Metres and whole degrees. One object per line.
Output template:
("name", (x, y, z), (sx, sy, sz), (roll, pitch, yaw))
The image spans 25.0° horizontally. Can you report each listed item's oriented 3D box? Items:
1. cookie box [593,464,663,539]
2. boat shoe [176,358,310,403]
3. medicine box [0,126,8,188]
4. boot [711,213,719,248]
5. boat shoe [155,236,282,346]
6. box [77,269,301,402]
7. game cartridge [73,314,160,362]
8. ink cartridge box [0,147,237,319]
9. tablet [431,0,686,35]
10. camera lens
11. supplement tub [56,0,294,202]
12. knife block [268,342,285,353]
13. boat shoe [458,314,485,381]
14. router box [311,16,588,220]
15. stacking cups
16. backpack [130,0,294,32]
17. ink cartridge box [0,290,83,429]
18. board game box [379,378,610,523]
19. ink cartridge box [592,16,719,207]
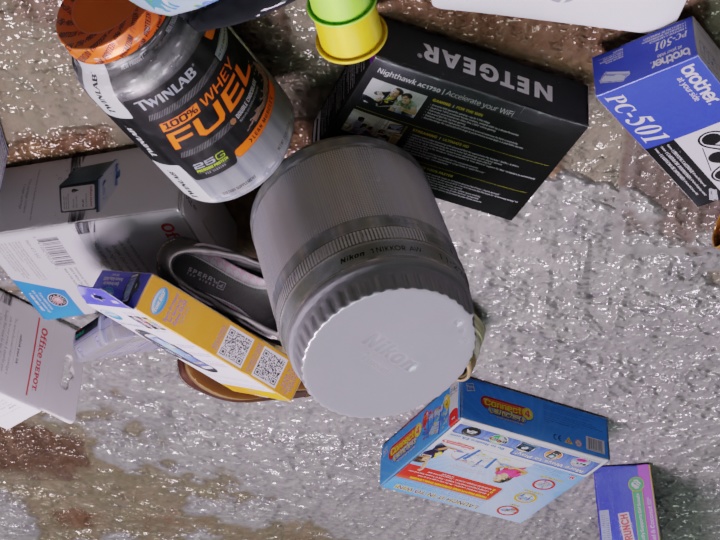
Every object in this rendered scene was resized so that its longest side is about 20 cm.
("cookie box", (0.337, 0.358, 1.991), (0.075, 0.172, 0.200), (-8, 145, 10))
("boat shoe", (-0.110, 0.107, 1.705), (0.199, 0.071, 0.070), (7, 164, -36))
("medicine box", (-0.413, -0.124, 1.383), (0.181, 0.104, 0.201), (2, 145, 1))
("boot", (0.405, -0.061, 1.447), (0.143, 0.071, 0.201), (6, 151, -10))
("boat shoe", (-0.088, 0.026, 1.436), (0.199, 0.067, 0.057), (22, 180, -11))
("box", (-0.157, 0.052, 1.456), (0.200, 0.042, 0.119), (36, 164, -27))
("game cartridge", (-0.210, 0.058, 1.611), (0.129, 0.039, 0.200), (-4, 172, -21))
("ink cartridge box", (-0.231, -0.034, 1.519), (0.198, 0.086, 0.147), (-9, 145, 13))
("tablet", (0.162, -0.236, 1.257), (0.198, 0.014, 0.130), (7, 146, -5))
("camera lens", (0.000, 0.000, 1.336), (0.159, 0.201, 0.161), (-9, 134, -9))
("supplement tub", (-0.148, -0.155, 1.301), (0.122, 0.123, 0.200), (-14, 143, 24))
("knife block", (-0.037, 0.003, 1.567), (0.064, 0.176, 0.200), (38, -178, 11))
("boat shoe", (0.053, 0.045, 1.630), (0.199, 0.067, 0.074), (33, 137, -31))
("router box", (0.075, -0.126, 1.390), (0.199, 0.051, 0.149), (16, 143, -17))
("stacking cups", (-0.028, -0.247, 1.223), (0.060, 0.061, 0.201), (-5, 141, 12))
("backpack", (-0.134, -0.260, 1.126), (0.163, 0.154, 0.201), (-1, 127, 52))
("ink cartridge box", (-0.388, 0.086, 1.682), (0.066, 0.117, 0.199), (-27, 136, 37))
("board game box", (0.154, 0.213, 1.888), (0.199, 0.056, 0.196), (18, 144, -21))
("ink cartridge box", (0.283, -0.129, 1.370), (0.094, 0.044, 0.200), (-20, 143, 29))
